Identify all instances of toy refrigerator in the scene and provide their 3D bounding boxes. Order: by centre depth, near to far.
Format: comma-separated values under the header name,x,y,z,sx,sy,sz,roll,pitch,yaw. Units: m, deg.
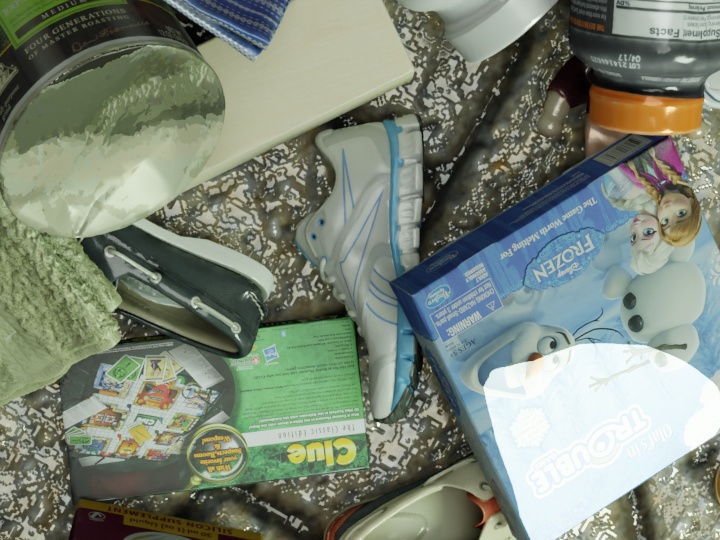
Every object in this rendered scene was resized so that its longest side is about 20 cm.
name,x,y,z,sx,sy,sz,roll,pitch,yaw
toy refrigerator,-0.070,-0.115,1.610,0.199,0.070,0.076,-27,89,-1

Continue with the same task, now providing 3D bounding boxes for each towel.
name,x,y,z,sx,sy,sz,roll,pitch,yaw
towel,-0.100,-0.206,1.542,0.144,0.200,0.024,33,114,-8
towel,-0.250,-0.010,1.585,0.148,0.037,0.201,-30,102,36

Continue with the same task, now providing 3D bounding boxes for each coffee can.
name,x,y,z,sx,sy,sz,roll,pitch,yaw
coffee can,-0.187,-0.140,1.511,0.146,0.147,0.200,-34,54,-1

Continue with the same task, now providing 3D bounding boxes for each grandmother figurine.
name,x,y,z,sx,sy,sz,roll,pitch,yaw
grandmother figurine,0.169,-0.104,1.646,0.120,0.060,0.202,-3,94,-33

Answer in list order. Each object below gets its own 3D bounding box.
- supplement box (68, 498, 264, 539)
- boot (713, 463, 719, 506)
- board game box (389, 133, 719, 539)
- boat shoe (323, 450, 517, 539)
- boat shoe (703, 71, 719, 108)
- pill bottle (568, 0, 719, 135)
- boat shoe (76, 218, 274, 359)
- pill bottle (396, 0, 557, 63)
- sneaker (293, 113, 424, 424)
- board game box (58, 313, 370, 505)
name,x,y,z,sx,sy,sz,roll,pitch,yaw
supplement box,-0.131,0.237,1.568,0.130,0.200,0.104,12,108,-8
boot,0.329,0.106,1.635,0.200,0.144,0.071,-33,97,-1
board game box,0.147,0.044,1.603,0.199,0.043,0.200,-32,112,-12
boat shoe,0.070,0.157,1.656,0.199,0.063,0.072,-20,95,-5
boat shoe,0.226,-0.208,1.616,0.073,0.067,0.202,-18,93,-42
pill bottle,0.182,-0.186,1.540,0.105,0.106,0.202,2,104,-6
boat shoe,-0.154,0.000,1.604,0.198,0.076,0.061,17,64,-3
pill bottle,0.040,-0.235,1.567,0.116,0.116,0.200,-41,104,-1
sneaker,0.000,0.000,1.628,0.086,0.075,0.202,-1,80,1
board game box,-0.097,0.091,1.653,0.198,0.023,0.106,-6,94,-4
